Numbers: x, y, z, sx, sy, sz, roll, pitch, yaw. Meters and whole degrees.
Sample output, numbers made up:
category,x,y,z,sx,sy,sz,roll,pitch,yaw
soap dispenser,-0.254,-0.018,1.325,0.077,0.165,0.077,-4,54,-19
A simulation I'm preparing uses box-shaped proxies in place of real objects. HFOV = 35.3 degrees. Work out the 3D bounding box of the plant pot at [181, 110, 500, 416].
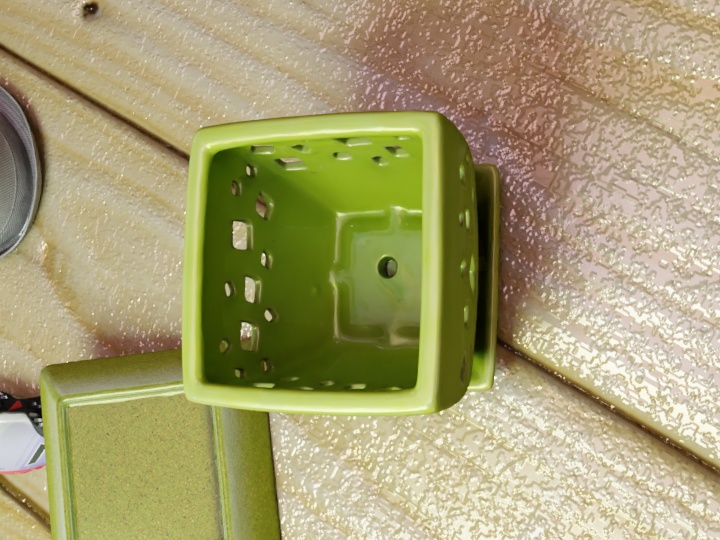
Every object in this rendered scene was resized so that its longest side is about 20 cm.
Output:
category,x,y,z,sx,sy,sz,roll,pitch,yaw
plant pot,0.000,0.000,0.833,0.197,0.181,0.202,0,87,26

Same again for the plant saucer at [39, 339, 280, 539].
category,x,y,z,sx,sy,sz,roll,pitch,yaw
plant saucer,-0.174,0.167,0.942,0.198,0.048,0.202,-7,82,5

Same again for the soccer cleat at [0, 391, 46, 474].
category,x,y,z,sx,sy,sz,roll,pitch,yaw
soccer cleat,-0.297,0.153,1.036,0.198,0.068,0.074,-1,115,17

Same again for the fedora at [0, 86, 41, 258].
category,x,y,z,sx,sy,sz,roll,pitch,yaw
fedora,-0.398,-0.097,1.078,0.176,0.090,0.201,-38,71,18
